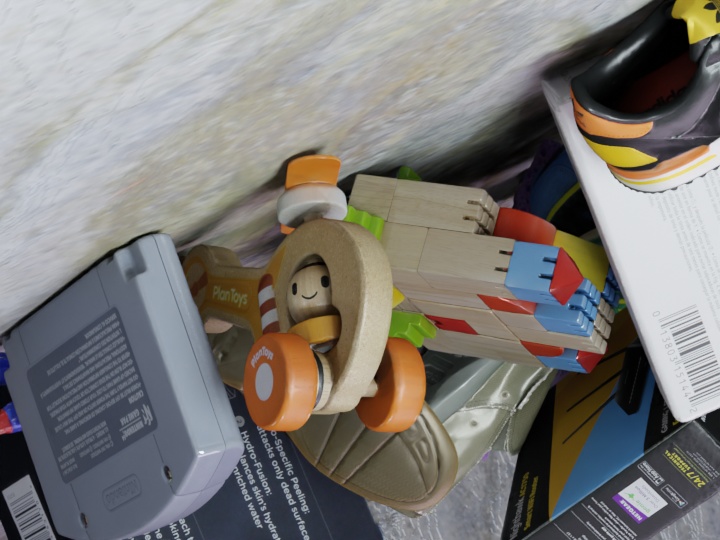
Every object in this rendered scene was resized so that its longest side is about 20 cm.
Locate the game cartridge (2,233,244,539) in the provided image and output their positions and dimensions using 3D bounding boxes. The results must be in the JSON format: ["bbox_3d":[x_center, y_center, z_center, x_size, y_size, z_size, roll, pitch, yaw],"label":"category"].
[{"bbox_3d":[-0.125,0.071,1.441,0.040,0.134,0.200,-11,170,-30],"label":"game cartridge"}]

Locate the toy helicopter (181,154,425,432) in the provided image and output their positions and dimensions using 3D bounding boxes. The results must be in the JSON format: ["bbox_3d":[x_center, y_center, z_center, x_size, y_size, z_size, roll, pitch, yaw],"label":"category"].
[{"bbox_3d":[-0.042,0.006,1.385,0.079,0.133,0.200,2,-176,-30],"label":"toy helicopter"}]

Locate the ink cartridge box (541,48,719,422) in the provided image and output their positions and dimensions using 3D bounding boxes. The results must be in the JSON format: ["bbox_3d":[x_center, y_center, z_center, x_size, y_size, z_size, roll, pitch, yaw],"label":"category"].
[{"bbox_3d":[0.210,-0.041,1.440,0.176,0.201,0.045,-22,-155,2],"label":"ink cartridge box"}]

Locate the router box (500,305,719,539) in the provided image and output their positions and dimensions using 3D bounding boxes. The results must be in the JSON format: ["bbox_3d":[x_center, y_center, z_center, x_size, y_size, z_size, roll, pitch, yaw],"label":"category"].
[{"bbox_3d":[0.158,0.087,1.596,0.149,0.051,0.200,-39,-164,26],"label":"router box"}]

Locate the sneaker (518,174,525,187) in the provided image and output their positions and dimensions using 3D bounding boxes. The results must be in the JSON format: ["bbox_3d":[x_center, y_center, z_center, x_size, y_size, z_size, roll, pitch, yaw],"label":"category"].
[{"bbox_3d":[0.206,-0.060,1.801,0.200,0.088,0.076,-27,174,32],"label":"sneaker"}]

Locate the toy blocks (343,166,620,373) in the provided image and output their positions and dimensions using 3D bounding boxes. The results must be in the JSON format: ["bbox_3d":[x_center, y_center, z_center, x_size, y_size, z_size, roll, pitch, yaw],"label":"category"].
[{"bbox_3d":[0.079,0.006,1.502,0.136,0.100,0.200,8,163,25],"label":"toy blocks"}]

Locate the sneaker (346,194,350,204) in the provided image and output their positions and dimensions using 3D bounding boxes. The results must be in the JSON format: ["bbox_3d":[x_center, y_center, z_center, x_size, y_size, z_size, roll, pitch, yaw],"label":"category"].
[{"bbox_3d":[0.000,0.000,1.614,0.083,0.081,0.200,-12,176,21],"label":"sneaker"}]

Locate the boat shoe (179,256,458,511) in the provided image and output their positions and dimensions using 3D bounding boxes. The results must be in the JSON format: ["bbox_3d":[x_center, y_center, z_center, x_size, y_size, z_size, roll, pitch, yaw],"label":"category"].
[{"bbox_3d":[-0.029,0.056,1.522,0.073,0.200,0.065,-51,-177,9],"label":"boat shoe"}]

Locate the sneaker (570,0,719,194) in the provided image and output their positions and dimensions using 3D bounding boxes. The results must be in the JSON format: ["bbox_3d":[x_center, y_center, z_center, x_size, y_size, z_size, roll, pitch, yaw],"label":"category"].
[{"bbox_3d":[0.191,-0.114,1.323,0.200,0.070,0.090,-34,149,12],"label":"sneaker"}]

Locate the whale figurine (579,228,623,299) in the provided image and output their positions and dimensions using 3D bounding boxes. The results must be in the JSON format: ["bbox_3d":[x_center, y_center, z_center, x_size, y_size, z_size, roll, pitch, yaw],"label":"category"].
[{"bbox_3d":[0.196,-0.041,1.531,0.159,0.104,0.200,22,124,-31],"label":"whale figurine"}]

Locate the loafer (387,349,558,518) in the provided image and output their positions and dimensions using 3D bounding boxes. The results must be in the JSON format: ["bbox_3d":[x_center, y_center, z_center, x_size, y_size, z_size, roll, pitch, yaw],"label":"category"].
[{"bbox_3d":[0.074,0.069,1.634,0.200,0.070,0.075,-41,-152,-6],"label":"loafer"}]

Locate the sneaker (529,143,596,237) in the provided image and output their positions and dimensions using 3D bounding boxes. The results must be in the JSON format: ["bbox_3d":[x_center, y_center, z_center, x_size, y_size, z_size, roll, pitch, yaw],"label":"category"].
[{"bbox_3d":[0.174,-0.090,1.604,0.066,0.079,0.200,33,118,-32],"label":"sneaker"}]

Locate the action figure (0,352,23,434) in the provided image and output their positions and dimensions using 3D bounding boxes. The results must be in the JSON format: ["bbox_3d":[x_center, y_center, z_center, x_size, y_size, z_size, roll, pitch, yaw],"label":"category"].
[{"bbox_3d":[-0.160,0.063,1.590,0.199,0.065,0.099,-21,166,-18],"label":"action figure"}]

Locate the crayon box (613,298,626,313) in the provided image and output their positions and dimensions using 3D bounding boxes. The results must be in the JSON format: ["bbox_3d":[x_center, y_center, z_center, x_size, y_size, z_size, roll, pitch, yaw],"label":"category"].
[{"bbox_3d":[0.155,0.025,1.861,0.127,0.051,0.200,-45,-141,-13],"label":"crayon box"}]

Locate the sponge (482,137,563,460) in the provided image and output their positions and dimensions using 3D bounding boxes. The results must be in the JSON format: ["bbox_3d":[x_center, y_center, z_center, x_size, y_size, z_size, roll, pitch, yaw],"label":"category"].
[{"bbox_3d":[0.096,0.021,1.718,0.201,0.030,0.112,-63,158,-1],"label":"sponge"}]

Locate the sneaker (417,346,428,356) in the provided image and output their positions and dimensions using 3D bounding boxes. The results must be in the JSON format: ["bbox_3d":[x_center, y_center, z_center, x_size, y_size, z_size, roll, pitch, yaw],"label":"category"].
[{"bbox_3d":[-0.019,0.044,1.692,0.115,0.074,0.200,24,-157,25],"label":"sneaker"}]

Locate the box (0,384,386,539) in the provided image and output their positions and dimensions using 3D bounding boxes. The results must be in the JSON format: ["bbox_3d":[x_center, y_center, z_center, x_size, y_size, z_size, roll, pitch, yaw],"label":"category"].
[{"bbox_3d":[-0.119,0.134,1.746,0.199,0.197,0.117,-21,175,-29],"label":"box"}]
